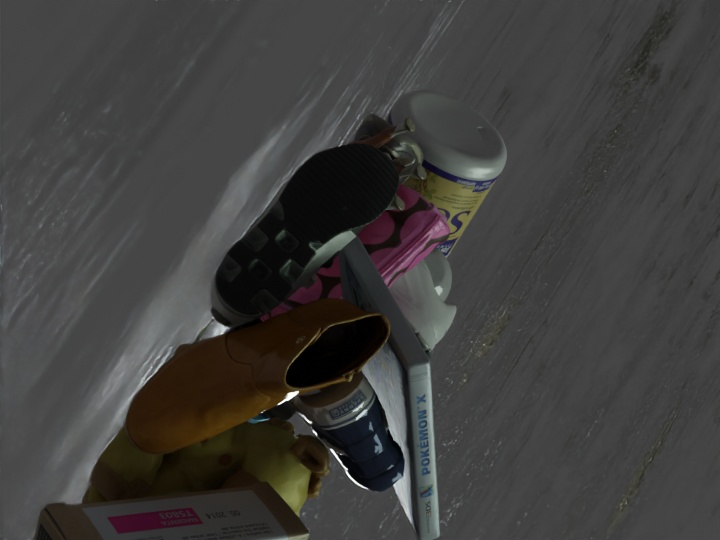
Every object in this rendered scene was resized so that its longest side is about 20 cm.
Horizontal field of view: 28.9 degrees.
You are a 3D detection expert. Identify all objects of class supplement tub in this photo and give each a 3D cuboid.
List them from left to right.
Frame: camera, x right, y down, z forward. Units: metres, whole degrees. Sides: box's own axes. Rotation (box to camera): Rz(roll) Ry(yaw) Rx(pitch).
[{"bbox_3d":[0.065,-0.093,1.634,0.200,0.145,0.145,-60,176,33],"label":"supplement tub"}]

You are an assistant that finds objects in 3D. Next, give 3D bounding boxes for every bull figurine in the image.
[{"bbox_3d":[-0.013,-0.064,1.270,0.121,0.065,0.200,-21,-154,30],"label":"bull figurine"}]

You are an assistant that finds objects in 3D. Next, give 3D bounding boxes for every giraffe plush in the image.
[{"bbox_3d":[-0.117,0.166,1.186,0.200,0.162,0.173,-56,177,-10],"label":"giraffe plush"}]

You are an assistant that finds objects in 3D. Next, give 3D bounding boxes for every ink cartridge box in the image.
[{"bbox_3d":[-0.154,0.256,1.064,0.200,0.075,0.165,0,117,-37],"label":"ink cartridge box"}]

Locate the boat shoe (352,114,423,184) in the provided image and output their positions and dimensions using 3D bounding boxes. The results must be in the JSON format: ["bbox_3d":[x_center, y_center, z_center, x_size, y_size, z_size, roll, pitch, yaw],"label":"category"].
[{"bbox_3d":[0.013,-0.097,1.443,0.073,0.074,0.200,-57,176,-14],"label":"boat shoe"}]

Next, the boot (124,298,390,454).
[{"bbox_3d":[-0.081,0.080,1.056,0.201,0.071,0.144,-32,-170,-15],"label":"boot"}]

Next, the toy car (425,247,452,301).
[{"bbox_3d":[-0.011,0.031,1.534,0.200,0.150,0.175,-52,-172,-28],"label":"toy car"}]

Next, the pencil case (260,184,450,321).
[{"bbox_3d":[0.000,0.000,1.315,0.200,0.091,0.094,-46,-167,-26],"label":"pencil case"}]

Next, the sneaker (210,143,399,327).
[{"bbox_3d":[-0.053,-0.028,1.145,0.200,0.074,0.089,-41,178,-25],"label":"sneaker"}]

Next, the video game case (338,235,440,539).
[{"bbox_3d":[0.022,0.095,1.171,0.200,0.022,0.182,-120,-159,-55],"label":"video game case"}]

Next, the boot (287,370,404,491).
[{"bbox_3d":[-0.024,0.111,1.153,0.073,0.090,0.200,-29,-159,-5],"label":"boot"}]

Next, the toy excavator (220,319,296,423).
[{"bbox_3d":[-0.114,0.097,1.409,0.200,0.100,0.195,-41,-171,42],"label":"toy excavator"}]

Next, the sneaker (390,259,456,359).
[{"bbox_3d":[0.020,0.000,1.427,0.074,0.200,0.087,-26,-167,49],"label":"sneaker"}]
